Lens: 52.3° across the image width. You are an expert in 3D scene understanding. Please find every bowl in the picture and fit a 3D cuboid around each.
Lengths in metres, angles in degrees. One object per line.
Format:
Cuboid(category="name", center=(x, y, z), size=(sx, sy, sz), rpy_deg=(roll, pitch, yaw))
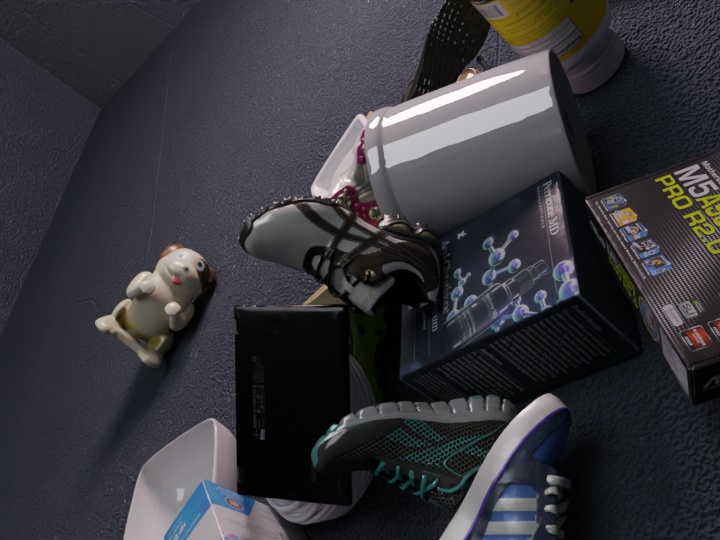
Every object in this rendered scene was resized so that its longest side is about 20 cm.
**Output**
Cuboid(category="bowl", center=(-0.229, 0.322, 0.977), size=(0.199, 0.074, 0.202), rpy_deg=(-37, 36, 29))

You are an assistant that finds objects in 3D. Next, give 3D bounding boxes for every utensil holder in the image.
Cuboid(category="utensil holder", center=(0.129, -0.121, 0.776), size=(0.198, 0.170, 0.172), rpy_deg=(-17, 46, 25))

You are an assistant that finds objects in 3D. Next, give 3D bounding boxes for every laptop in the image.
Cuboid(category="laptop", center=(-0.079, 0.130, 0.776), size=(0.197, 0.116, 0.190), rpy_deg=(-2, 89, 24))

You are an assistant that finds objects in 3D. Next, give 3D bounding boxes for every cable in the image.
Cuboid(category="cable", center=(-0.059, 0.175, 0.821), size=(0.200, 0.068, 0.202), rpy_deg=(45, 124, 47))

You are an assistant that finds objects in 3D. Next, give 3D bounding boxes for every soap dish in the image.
Cuboid(category="soap dish", center=(0.012, -0.113, 1.024), size=(0.158, 0.081, 0.201), rpy_deg=(-55, 31, 19))

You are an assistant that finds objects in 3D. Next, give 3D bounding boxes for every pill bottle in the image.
Cuboid(category="pill bottle", center=(0.209, -0.292, 0.821), size=(0.111, 0.199, 0.112), rpy_deg=(-33, 38, 31))

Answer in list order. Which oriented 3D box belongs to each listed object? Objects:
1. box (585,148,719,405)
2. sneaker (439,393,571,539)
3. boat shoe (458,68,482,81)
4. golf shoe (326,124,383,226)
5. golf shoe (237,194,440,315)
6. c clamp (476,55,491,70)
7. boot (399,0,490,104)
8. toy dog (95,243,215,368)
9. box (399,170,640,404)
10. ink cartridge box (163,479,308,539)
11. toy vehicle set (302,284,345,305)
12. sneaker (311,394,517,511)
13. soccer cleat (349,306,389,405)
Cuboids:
Cuboid(category="box", center=(0.282, -0.011, 0.558), size=(0.158, 0.045, 0.201), rpy_deg=(-20, 41, 8))
Cuboid(category="sneaker", center=(0.148, 0.215, 0.560), size=(0.146, 0.081, 0.201), rpy_deg=(31, 85, 34))
Cuboid(category="boat shoe", center=(0.126, -0.199, 0.976), size=(0.074, 0.066, 0.202), rpy_deg=(-18, 48, 45))
Cuboid(category="golf shoe", center=(-0.009, -0.082, 0.884), size=(0.091, 0.075, 0.202), rpy_deg=(-30, 31, 60))
Cuboid(category="golf shoe", center=(-0.014, -0.010, 0.680), size=(0.078, 0.197, 0.095), rpy_deg=(110, 160, -46))
Cuboid(category="c clamp", center=(0.134, -0.127, 0.884), size=(0.200, 0.027, 0.171), rpy_deg=(-48, 64, 16))
Cuboid(category="boot", center=(0.091, -0.258, 0.934), size=(0.202, 0.067, 0.131), rpy_deg=(-65, 12, 8))
Cuboid(category="toy dog", center=(-0.356, 0.053, 1.365), size=(0.201, 0.139, 0.194), rpy_deg=(-52, -5, 8))
Cuboid(category="box", center=(0.143, 0.030, 0.707), size=(0.199, 0.107, 0.150), rpy_deg=(-31, 39, 34))
Cuboid(category="ink cartridge box", center=(-0.103, 0.323, 0.737), size=(0.085, 0.144, 0.200), rpy_deg=(-54, 32, 2))
Cuboid(category="toy vehicle set", center=(0.000, 0.000, 0.842), size=(0.124, 0.027, 0.200), rpy_deg=(-38, 4, 36))
Cuboid(category="sneaker", center=(0.057, 0.167, 0.648), size=(0.078, 0.197, 0.092), rpy_deg=(101, 161, -53))
Cuboid(category="soccer cleat", center=(-0.008, 0.104, 0.888), size=(0.081, 0.067, 0.202), rpy_deg=(-36, 38, 38))
